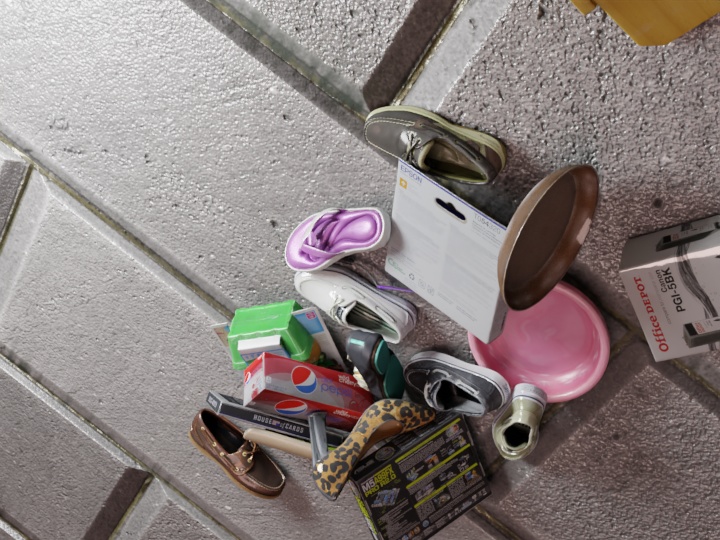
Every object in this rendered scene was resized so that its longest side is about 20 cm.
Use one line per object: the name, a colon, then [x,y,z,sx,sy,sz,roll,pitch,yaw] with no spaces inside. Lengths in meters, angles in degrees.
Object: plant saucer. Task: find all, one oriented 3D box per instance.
plant saucer: [0.250,0.088,1.402,0.198,0.051,0.203,12,124,18]
plant saucer: [0.228,-0.044,1.253,0.032,0.199,0.203,32,130,32]

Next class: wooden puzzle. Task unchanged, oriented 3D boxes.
wooden puzzle: [-0.087,0.279,1.605,0.182,0.038,0.200,16,169,2]

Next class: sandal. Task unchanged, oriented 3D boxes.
sandal: [-0.044,-0.053,1.429,0.201,0.049,0.084,-18,72,39]

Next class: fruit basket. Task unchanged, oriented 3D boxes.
fruit basket: [-0.119,0.146,1.580,0.182,0.094,0.202,-9,125,19]

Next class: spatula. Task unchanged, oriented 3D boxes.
spatula: [0.000,0.000,1.474,0.198,0.056,0.021,26,96,18]

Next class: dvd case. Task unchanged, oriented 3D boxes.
dvd case: [-0.138,0.233,1.583,0.197,0.150,0.025,19,84,-15]

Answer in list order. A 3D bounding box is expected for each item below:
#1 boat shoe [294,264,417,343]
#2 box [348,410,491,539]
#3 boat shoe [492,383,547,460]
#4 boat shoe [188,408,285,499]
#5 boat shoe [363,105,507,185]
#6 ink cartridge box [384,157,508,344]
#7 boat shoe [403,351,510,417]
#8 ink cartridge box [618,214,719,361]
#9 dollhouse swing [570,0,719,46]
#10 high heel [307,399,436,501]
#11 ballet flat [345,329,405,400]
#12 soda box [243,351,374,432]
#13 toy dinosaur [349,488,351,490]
boat shoe: [-0.015,0.048,1.490,0.197,0.067,0.074,17,125,15]
box: [0.091,0.324,1.536,0.044,0.198,0.162,23,140,62]
boat shoe: [0.223,0.232,1.456,0.071,0.062,0.201,20,148,13]
boat shoe: [-0.211,0.315,1.738,0.199,0.071,0.071,34,131,3]
boat shoe: [0.091,-0.161,1.316,0.198,0.066,0.073,19,126,14]
ink cartridge box: [0.122,-0.030,1.341,0.196,0.043,0.202,37,139,29]
boat shoe: [0.124,0.172,1.464,0.199,0.067,0.073,12,124,47]
ink cartridge box: [0.440,0.017,1.250,0.198,0.083,0.148,-17,111,31]
dollhouse swing: [0.320,-0.380,1.099,0.199,0.174,0.184,-31,62,36]
high heel: [0.024,0.266,1.475,0.197,0.144,0.072,-7,139,-5]
ballet flat: [0.018,0.140,1.493,0.072,0.074,0.201,11,157,19]
soda box: [-0.076,0.186,1.529,0.198,0.064,0.070,18,140,-30]
toy dinosaur: [0.082,0.342,1.640,0.200,0.060,0.107,-48,69,32]
